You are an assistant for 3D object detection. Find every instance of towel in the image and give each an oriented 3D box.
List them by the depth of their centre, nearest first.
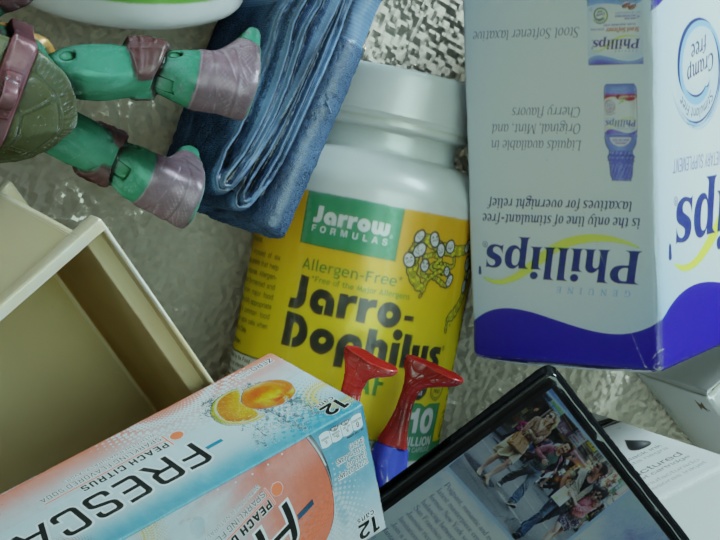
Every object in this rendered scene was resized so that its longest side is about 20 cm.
[{"bbox_3d":[-0.037,-0.118,0.792,0.048,0.112,0.200,24,85,-28],"label":"towel"}]

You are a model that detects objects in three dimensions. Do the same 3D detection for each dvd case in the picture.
[{"bbox_3d":[0.044,0.153,0.703,0.200,0.018,0.143,-37,98,8],"label":"dvd case"}]

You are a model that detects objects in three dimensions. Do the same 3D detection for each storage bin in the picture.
[{"bbox_3d":[-0.154,0.103,0.690,0.200,0.094,0.199,-43,126,-18],"label":"storage bin"}]

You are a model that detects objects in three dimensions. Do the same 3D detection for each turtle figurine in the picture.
[{"bbox_3d":[-0.150,-0.086,0.688,0.200,0.150,0.101,19,52,-21],"label":"turtle figurine"}]

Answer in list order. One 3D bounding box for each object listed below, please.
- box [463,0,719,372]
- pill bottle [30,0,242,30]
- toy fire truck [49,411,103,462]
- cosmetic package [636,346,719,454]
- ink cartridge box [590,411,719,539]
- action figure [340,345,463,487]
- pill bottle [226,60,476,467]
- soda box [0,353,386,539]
[{"bbox_3d":[0.142,-0.064,0.827,0.184,0.105,0.200,-14,104,-54],"label":"box"},{"bbox_3d":[-0.099,-0.218,0.732,0.111,0.111,0.200,-3,116,-20],"label":"pill bottle"},{"bbox_3d":[-0.213,0.070,0.754,0.168,0.112,0.200,38,83,-21],"label":"toy fire truck"},{"bbox_3d":[0.272,0.033,0.943,0.200,0.085,0.108,-42,108,-10],"label":"cosmetic package"},{"bbox_3d":[0.091,0.142,0.829,0.144,0.200,0.084,-25,101,-16],"label":"ink cartridge box"},{"bbox_3d":[-0.006,0.138,0.755,0.065,0.052,0.200,9,101,-43],"label":"action figure"},{"bbox_3d":[0.000,0.000,0.824,0.113,0.113,0.200,11,93,-21],"label":"pill bottle"},{"bbox_3d":[-0.089,0.108,0.636,0.200,0.068,0.064,-27,122,-28],"label":"soda box"}]
